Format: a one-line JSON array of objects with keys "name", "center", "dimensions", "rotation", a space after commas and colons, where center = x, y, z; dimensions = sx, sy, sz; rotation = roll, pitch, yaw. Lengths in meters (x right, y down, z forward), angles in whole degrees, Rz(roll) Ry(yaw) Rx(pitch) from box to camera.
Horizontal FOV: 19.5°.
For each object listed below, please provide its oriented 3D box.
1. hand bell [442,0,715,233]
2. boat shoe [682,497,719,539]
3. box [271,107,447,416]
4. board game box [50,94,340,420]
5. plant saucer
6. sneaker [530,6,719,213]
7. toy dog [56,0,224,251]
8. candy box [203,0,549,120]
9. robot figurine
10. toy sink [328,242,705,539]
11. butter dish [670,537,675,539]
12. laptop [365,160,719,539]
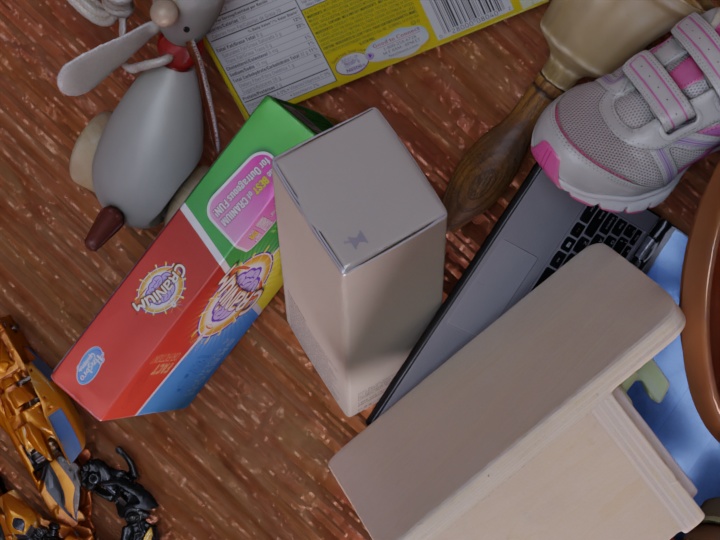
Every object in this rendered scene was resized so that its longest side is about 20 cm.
[{"name": "hand bell", "center": [0.106, -0.102, 1.227], "dimensions": [0.104, 0.104, 0.200], "rotation": [39, 109, 6]}, {"name": "boat shoe", "center": [0.222, 0.215, 1.175], "dimensions": [0.068, 0.072, 0.200], "rotation": [-54, 125, -29]}, {"name": "box", "center": [0.000, 0.000, 1.171], "dimensions": [0.068, 0.200, 0.082], "rotation": [-28, 68, -13]}, {"name": "board game box", "center": [-0.080, -0.005, 1.217], "dimensions": [0.040, 0.153, 0.200], "rotation": [40, 99, 11]}, {"name": "plant saucer", "center": [0.231, 0.003, 1.155], "dimensions": [0.032, 0.200, 0.202], "rotation": [11, 94, 39]}, {"name": "sneaker", "center": [0.180, -0.100, 1.156], "dimensions": [0.199, 0.088, 0.081], "rotation": [-23, 63, -28]}, {"name": "toy dog", "center": [-0.128, -0.087, 1.216], "dimensions": [0.131, 0.096, 0.201], "rotation": [10, 130, 24]}, {"name": "candy box", "center": [0.002, -0.165, 1.234], "dimensions": [0.199, 0.026, 0.102], "rotation": [-21, 126, 9]}, {"name": "robot figurine", "center": [-0.212, 0.138, 1.292], "dimensions": [0.145, 0.058, 0.201], "rotation": [-31, 86, 10]}, {"name": "toy sink", "center": [0.102, 0.102, 1.133], "dimensions": [0.200, 0.130, 0.112], "rotation": [-40, 112, -1]}, {"name": "butter dish", "center": [0.118, 0.259, 1.183], "dimensions": [0.199, 0.148, 0.201], "rotation": [-27, 104, 9]}, {"name": "laptop", "center": [0.142, 0.063, 1.205], "dimensions": [0.116, 0.200, 0.188], "rotation": [39, 99, 40]}]
